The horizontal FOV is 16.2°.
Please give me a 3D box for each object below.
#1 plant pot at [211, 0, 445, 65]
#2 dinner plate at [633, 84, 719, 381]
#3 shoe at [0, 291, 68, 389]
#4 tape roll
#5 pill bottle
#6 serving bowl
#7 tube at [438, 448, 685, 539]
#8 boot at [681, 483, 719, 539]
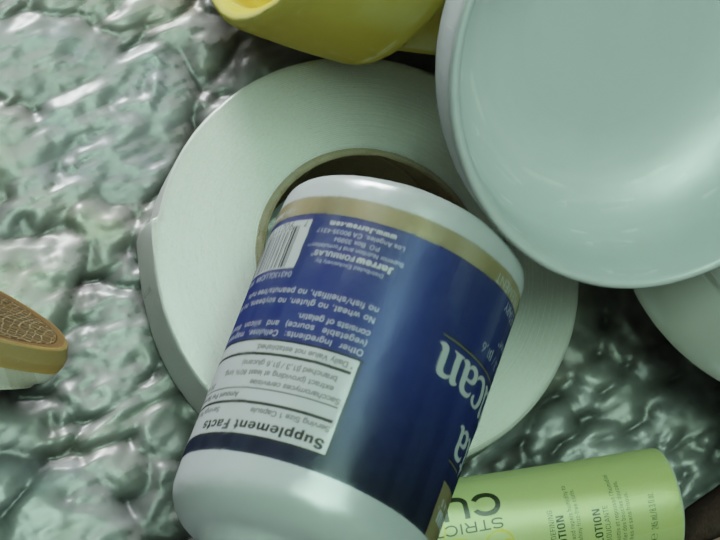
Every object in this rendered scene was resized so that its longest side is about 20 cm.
[{"bbox_3d":[0.054,-0.178,1.156,0.189,0.201,0.201,17,68,-24],"label":"plant pot"},{"bbox_3d":[0.210,-0.037,1.128,0.200,0.024,0.200,-3,79,14],"label":"dinner plate"},{"bbox_3d":[-0.226,0.024,1.086,0.200,0.070,0.053,13,112,-15],"label":"shoe"},{"bbox_3d":[0.000,0.000,1.159,0.203,0.037,0.203,5,72,-14],"label":"tape roll"},{"bbox_3d":[-0.012,0.071,1.053,0.111,0.111,0.200,23,69,-7],"label":"pill bottle"},{"bbox_3d":[0.116,-0.096,1.077,0.200,0.066,0.200,-8,111,-22],"label":"serving bowl"},{"bbox_3d":[0.045,0.122,1.126,0.200,0.052,0.058,-9,53,-14],"label":"tube"},{"bbox_3d":[0.194,0.028,1.170,0.200,0.072,0.166,-34,78,1],"label":"boot"}]
